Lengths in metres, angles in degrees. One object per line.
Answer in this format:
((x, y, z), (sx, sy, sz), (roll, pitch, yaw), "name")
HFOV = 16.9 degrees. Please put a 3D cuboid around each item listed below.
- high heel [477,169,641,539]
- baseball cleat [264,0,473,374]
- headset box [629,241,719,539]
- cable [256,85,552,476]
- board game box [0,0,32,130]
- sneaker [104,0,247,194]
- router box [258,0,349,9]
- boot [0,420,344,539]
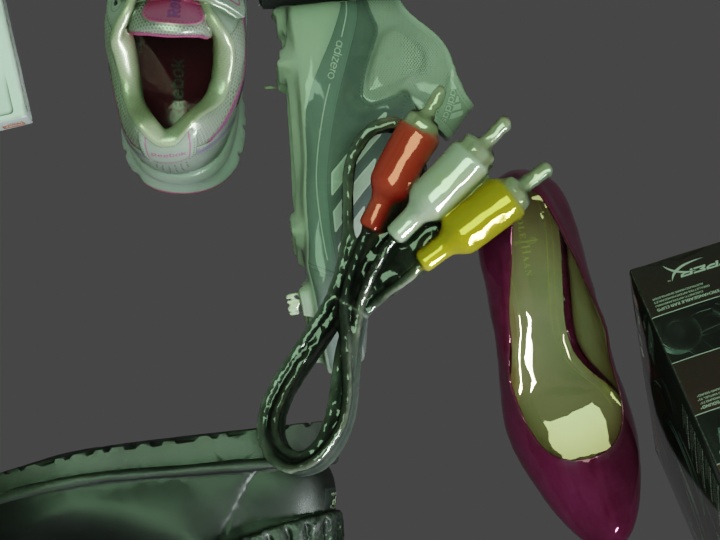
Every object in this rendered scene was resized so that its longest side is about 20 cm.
((0.100, 0.048, 1.226), (0.067, 0.096, 0.201), (-21, 90, -2), "high heel")
((0.009, -0.050, 1.239), (0.106, 0.070, 0.201), (-6, 90, -1), "baseball cleat")
((0.199, 0.106, 1.156), (0.077, 0.149, 0.200), (-17, 48, -1), "headset box")
((0.000, 0.000, 1.176), (0.097, 0.050, 0.200), (37, 85, 17), "cable")
((-0.252, -0.160, 1.250), (0.126, 0.035, 0.201), (-13, 89, -2), "board game box")
((-0.089, -0.141, 1.228), (0.081, 0.088, 0.201), (-4, 89, -2), "sneaker")
((0.014, -0.238, 1.223), (0.149, 0.062, 0.201), (-5, 75, -2), "router box")
((-0.099, 0.164, 1.211), (0.210, 0.079, 0.158), (-7, 86, 4), "boot")
